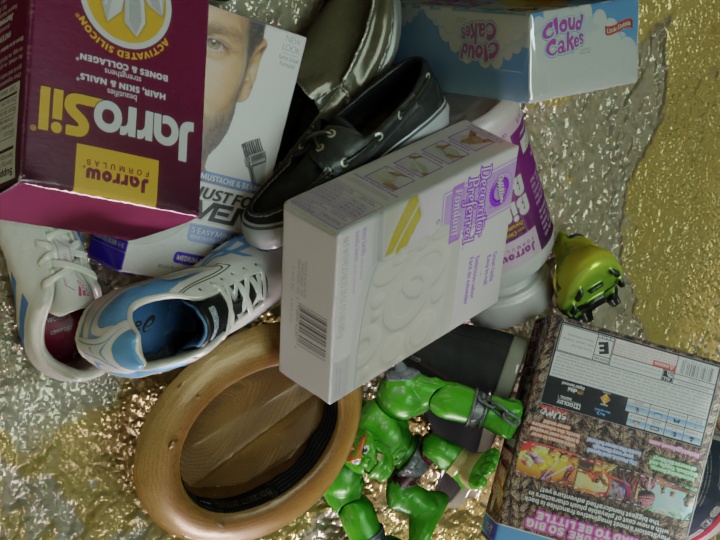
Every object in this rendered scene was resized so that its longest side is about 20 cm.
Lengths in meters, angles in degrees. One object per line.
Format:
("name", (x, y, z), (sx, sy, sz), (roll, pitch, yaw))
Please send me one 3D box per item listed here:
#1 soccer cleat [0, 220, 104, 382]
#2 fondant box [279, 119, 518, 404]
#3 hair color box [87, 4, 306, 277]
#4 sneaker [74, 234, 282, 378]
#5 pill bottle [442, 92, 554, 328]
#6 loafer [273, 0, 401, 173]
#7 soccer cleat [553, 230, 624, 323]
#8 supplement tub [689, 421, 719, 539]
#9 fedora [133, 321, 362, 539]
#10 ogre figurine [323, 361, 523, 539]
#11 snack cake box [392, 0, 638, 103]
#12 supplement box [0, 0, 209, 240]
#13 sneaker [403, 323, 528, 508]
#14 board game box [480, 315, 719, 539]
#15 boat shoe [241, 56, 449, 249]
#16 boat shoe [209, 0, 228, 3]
("soccer cleat", (-0.213, -0.016, 0.883), (0.069, 0.086, 0.202), (-22, 114, -30))
("fondant box", (0.029, -0.010, 0.947), (0.199, 0.058, 0.145), (-29, 135, -40))
("hair color box", (-0.121, -0.092, 0.946), (0.109, 0.065, 0.202), (11, 94, -38))
("sneaker", (-0.105, 0.026, 0.898), (0.199, 0.072, 0.073), (-26, 122, -43))
("pill bottle", (0.103, -0.054, 1.089), (0.112, 0.112, 0.201), (-36, 122, -24))
("loafer", (-0.027, -0.151, 0.993), (0.069, 0.075, 0.202), (13, 94, -42))
("soccer cleat", (0.194, -0.001, 1.147), (0.064, 0.084, 0.200), (-31, 168, 6))
("supplement tub", (0.271, 0.190, 1.260), (0.199, 0.140, 0.141), (20, 90, -38))
("fedora", (-0.095, 0.116, 1.002), (0.199, 0.082, 0.202), (-15, 120, -27))
("ogre figurine", (0.035, 0.164, 1.090), (0.120, 0.200, 0.098), (36, 38, -4))
("snack cake box", (0.108, -0.181, 1.006), (0.114, 0.199, 0.068), (-13, 109, -34))
("supplement box", (-0.179, -0.133, 0.832), (0.130, 0.103, 0.202), (9, 76, -38))
("sneaker", (0.077, 0.121, 1.153), (0.075, 0.105, 0.201), (-55, 163, -54))
("board game box", (0.208, 0.157, 1.103), (0.158, 0.097, 0.202), (16, 85, 1))
("boat shoe", (-0.015, -0.091, 0.947), (0.200, 0.068, 0.057), (-39, 128, -26))
("boat shoe", (-0.090, -0.294, 0.915), (0.071, 0.066, 0.203), (1, 101, -37))
